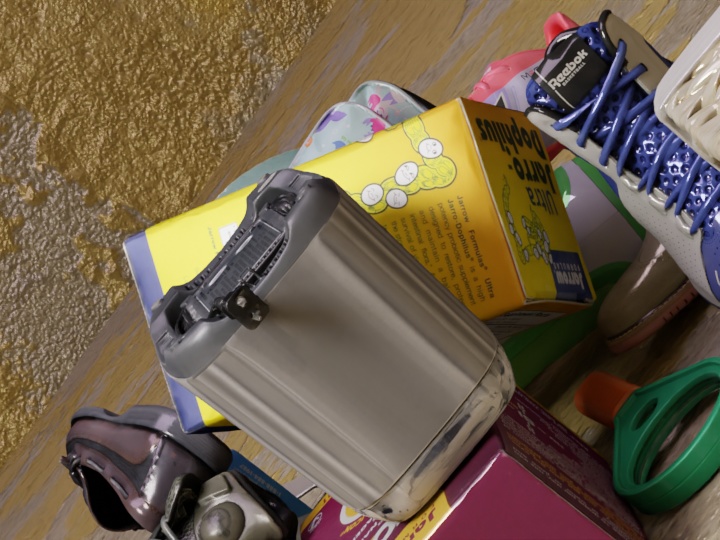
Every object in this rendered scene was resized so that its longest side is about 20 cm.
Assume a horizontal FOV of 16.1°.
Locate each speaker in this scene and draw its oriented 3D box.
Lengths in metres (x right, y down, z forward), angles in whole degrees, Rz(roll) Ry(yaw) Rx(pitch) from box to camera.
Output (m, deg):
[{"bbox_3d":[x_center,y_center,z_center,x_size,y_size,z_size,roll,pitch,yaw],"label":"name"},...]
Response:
[{"bbox_3d":[0.076,0.024,1.400,0.200,0.088,0.088,-40,11,2],"label":"speaker"}]

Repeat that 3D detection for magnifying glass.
[{"bbox_3d":[0.139,0.072,1.230,0.080,0.022,0.200,-53,12,-2],"label":"magnifying glass"}]

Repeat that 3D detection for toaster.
[{"bbox_3d":[-0.012,0.033,1.138,0.114,0.129,0.200,-51,10,-3],"label":"toaster"}]

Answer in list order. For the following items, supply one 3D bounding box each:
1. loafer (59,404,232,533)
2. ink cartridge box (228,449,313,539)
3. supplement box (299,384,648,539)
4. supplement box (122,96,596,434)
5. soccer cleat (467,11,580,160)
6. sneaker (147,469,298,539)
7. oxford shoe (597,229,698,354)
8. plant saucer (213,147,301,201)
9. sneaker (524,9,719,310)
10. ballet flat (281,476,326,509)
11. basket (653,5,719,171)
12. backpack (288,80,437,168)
[{"bbox_3d":[-0.131,0.115,1.396,0.063,0.072,0.200,-58,14,-18],"label":"loafer"},{"bbox_3d":[-0.077,0.209,1.349,0.068,0.115,0.200,-41,15,45],"label":"ink cartridge box"},{"bbox_3d":[0.051,0.132,1.176,0.131,0.103,0.200,-49,11,7],"label":"supplement box"},{"bbox_3d":[0.000,0.000,1.306,0.200,0.110,0.109,-22,-9,21],"label":"supplement box"},{"bbox_3d":[0.077,-0.078,1.427,0.200,0.076,0.067,-35,-7,-38],"label":"soccer cleat"},{"bbox_3d":[-0.101,0.163,1.232,0.199,0.076,0.114,-35,-26,-40],"label":"sneaker"},{"bbox_3d":[0.169,-0.047,1.337,0.200,0.074,0.071,-56,11,-21],"label":"oxford shoe"},{"bbox_3d":[-0.021,0.020,1.641,0.201,0.201,0.039,-53,27,-3],"label":"plant saucer"},{"bbox_3d":[0.139,-0.059,1.232,0.081,0.115,0.199,-51,40,13],"label":"sneaker"},{"bbox_3d":[-0.046,0.167,1.477,0.200,0.071,0.069,-47,12,28],"label":"ballet flat"},{"bbox_3d":[0.237,-0.092,1.035,0.200,0.136,0.123,-51,12,10],"label":"basket"},{"bbox_3d":[0.017,0.006,1.528,0.200,0.178,0.151,-56,-25,8],"label":"backpack"}]
